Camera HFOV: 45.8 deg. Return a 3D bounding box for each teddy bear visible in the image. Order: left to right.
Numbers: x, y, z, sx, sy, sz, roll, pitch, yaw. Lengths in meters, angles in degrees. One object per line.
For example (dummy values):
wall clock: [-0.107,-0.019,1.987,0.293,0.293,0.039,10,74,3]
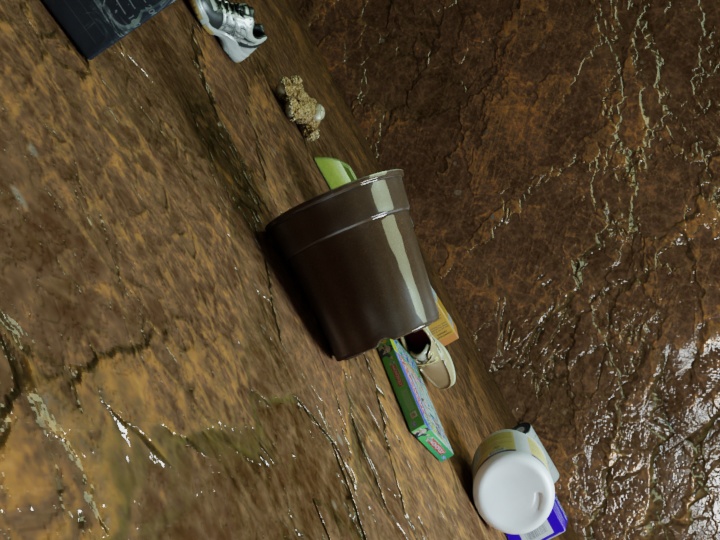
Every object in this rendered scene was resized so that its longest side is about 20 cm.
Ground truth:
teddy bear: [-0.129,-0.366,1.905,0.200,0.066,0.147,45,20,-59]

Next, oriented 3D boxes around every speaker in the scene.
speaker: [0.547,0.582,2.677,0.202,0.080,0.081,58,9,-14]

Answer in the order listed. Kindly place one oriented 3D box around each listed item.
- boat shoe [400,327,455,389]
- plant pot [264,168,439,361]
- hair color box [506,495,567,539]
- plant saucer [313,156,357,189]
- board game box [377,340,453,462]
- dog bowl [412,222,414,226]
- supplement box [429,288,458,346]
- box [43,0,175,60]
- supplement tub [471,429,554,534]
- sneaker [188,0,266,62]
boat shoe: [0.120,0.155,1.670,0.202,0.073,0.066,57,22,-8]
plant pot: [0.000,0.000,1.116,0.200,0.198,0.201,-7,76,-81]
hair color box: [0.355,0.509,1.713,0.065,0.108,0.200,62,9,14]
plant saucer: [-0.023,-0.177,1.967,0.202,0.047,0.200,61,8,3]
board game box: [0.087,0.205,1.419,0.135,0.029,0.202,52,12,-49]
dog bowl: [0.101,-0.215,2.766,0.202,0.058,0.200,59,9,-15]
supplement box: [0.172,0.096,2.144,0.201,0.066,0.069,57,12,-20]
box: [-0.235,-0.348,0.808,0.201,0.195,0.124,55,10,-26]
supplement tub: [0.276,0.379,1.562,0.147,0.144,0.200,60,9,0]
sneaker: [-0.236,-0.455,1.512,0.076,0.087,0.200,65,11,22]
